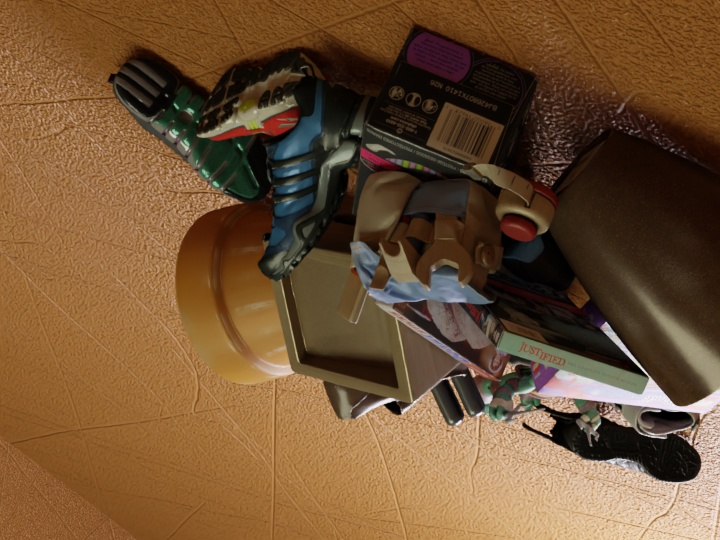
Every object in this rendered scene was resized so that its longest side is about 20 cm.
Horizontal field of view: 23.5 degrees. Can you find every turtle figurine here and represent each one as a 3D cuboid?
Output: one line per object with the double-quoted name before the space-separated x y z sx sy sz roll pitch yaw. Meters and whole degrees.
"turtle figurine" 0.208 0.138 1.960 0.150 0.101 0.200 15 173 -20

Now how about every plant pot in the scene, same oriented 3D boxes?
"plant pot" -0.069 0.012 1.889 0.183 0.200 0.200 -13 139 37
"plant pot" 0.254 -0.021 1.456 0.200 0.187 0.187 41 158 -4

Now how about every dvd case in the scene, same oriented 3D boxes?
"dvd case" 0.152 0.043 1.515 0.146 0.022 0.200 18 -167 -21

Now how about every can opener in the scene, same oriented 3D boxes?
"can opener" 0.081 0.074 1.924 0.200 0.053 0.066 65 -167 1

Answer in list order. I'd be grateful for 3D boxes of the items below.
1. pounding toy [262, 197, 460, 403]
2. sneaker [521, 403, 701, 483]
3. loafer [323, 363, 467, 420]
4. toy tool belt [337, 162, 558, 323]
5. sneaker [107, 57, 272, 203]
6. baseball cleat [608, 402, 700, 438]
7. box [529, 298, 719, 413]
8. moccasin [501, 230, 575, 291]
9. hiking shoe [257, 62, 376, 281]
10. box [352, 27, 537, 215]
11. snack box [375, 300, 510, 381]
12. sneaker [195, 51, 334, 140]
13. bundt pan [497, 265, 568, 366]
"pounding toy" 0.000 0.000 1.708 0.200 0.142 0.184 12 125 38
"sneaker" 0.300 0.203 2.067 0.200 0.060 0.104 14 -177 -12
"loafer" 0.036 0.114 1.815 0.200 0.071 0.073 -8 -165 -39
"toy tool belt" 0.068 -0.009 1.442 0.200 0.123 0.125 -2 149 46
"sneaker" -0.175 -0.147 1.796 0.200 0.074 0.088 43 169 -17
"baseball cleat" 0.269 0.115 1.835 0.200 0.106 0.070 18 116 2
"box" 0.282 0.079 1.650 0.200 0.039 0.137 8 143 -24
"moccasin" 0.154 -0.019 1.566 0.068 0.080 0.200 44 -164 -9
"hiking shoe" -0.055 -0.087 1.583 0.087 0.200 0.074 29 -162 3
"box" 0.071 -0.106 1.530 0.122 0.106 0.200 23 160 6
"snack box" 0.088 0.038 1.642 0.024 0.072 0.200 13 165 40
"sneaker" -0.087 -0.149 1.662 0.085 0.077 0.200 33 160 -31
"bundt pan" 0.130 0.019 1.800 0.202 0.076 0.202 23 159 10
